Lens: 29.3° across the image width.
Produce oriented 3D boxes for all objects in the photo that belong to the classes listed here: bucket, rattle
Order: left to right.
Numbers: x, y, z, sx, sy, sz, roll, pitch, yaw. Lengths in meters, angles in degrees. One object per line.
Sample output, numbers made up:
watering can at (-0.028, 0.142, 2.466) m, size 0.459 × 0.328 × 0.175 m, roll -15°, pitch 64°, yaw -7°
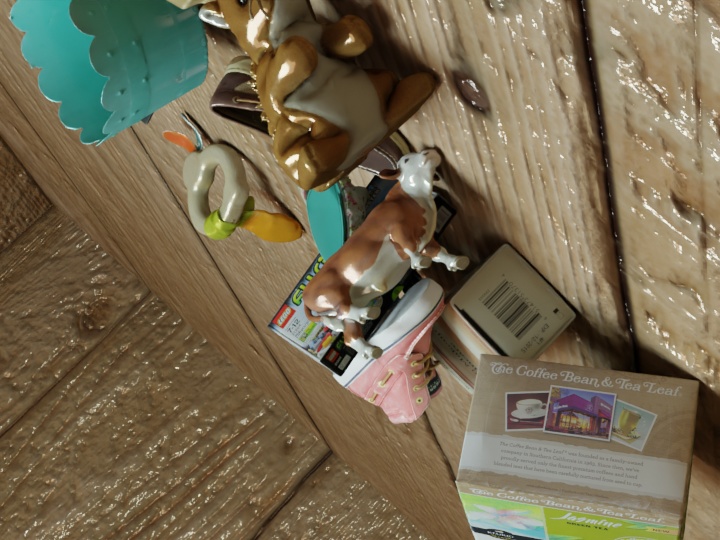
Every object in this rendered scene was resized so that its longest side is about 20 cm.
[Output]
bucket at (-0.263, -0.248, 1.440) m, size 0.207 × 0.135 × 0.207 m, roll 42°, pitch 149°, yaw 33°
rattle at (-0.176, -0.132, 1.907) m, size 0.200 × 0.143 × 0.130 m, roll 54°, pitch 144°, yaw 45°

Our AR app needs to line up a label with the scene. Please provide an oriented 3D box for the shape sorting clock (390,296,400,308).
shape sorting clock at (0.025, 0.047, 1.506) m, size 0.200 × 0.039 × 0.200 m, roll 158°, pitch 90°, yaw -88°

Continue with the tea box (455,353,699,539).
tea box at (0.205, 0.184, 1.280) m, size 0.200 × 0.134 × 0.197 m, roll 6°, pitch 153°, yaw 15°

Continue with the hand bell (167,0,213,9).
hand bell at (-0.124, -0.251, 1.310) m, size 0.200 × 0.104 × 0.104 m, roll 35°, pitch 170°, yaw -13°

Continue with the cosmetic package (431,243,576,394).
cosmetic package at (0.130, 0.054, 1.390) m, size 0.103 × 0.087 × 0.200 m, roll 45°, pitch 167°, yaw 3°

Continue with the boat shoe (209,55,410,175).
boat shoe at (-0.051, -0.132, 1.320) m, size 0.200 × 0.072 × 0.072 m, roll 28°, pitch 151°, yaw -1°

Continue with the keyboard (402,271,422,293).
keyboard at (0.034, -0.011, 1.542) m, size 0.200 × 0.021 × 0.127 m, roll 54°, pitch 173°, yaw 16°

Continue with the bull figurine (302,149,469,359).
bull figurine at (0.027, -0.016, 1.275) m, size 0.065 × 0.200 × 0.121 m, roll 29°, pitch -164°, yaw -40°

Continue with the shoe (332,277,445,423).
shoe at (0.052, 0.084, 1.355) m, size 0.091 × 0.071 × 0.200 m, roll 39°, pitch 143°, yaw -3°

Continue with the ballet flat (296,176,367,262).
ballet flat at (-0.029, -0.091, 1.384) m, size 0.076 × 0.064 × 0.200 m, roll -48°, pitch 56°, yaw 45°

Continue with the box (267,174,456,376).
box at (0.000, 0.000, 1.372) m, size 0.035 × 0.200 × 0.110 m, roll 39°, pitch 173°, yaw -36°

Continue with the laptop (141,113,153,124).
laptop at (-0.292, -0.300, 1.583) m, size 0.177 × 0.103 × 0.200 m, roll 40°, pitch 166°, yaw 22°

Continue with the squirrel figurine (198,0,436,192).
squirrel figurine at (-0.058, -0.170, 1.192) m, size 0.187 × 0.141 × 0.200 m, roll 51°, pitch 165°, yaw 2°
